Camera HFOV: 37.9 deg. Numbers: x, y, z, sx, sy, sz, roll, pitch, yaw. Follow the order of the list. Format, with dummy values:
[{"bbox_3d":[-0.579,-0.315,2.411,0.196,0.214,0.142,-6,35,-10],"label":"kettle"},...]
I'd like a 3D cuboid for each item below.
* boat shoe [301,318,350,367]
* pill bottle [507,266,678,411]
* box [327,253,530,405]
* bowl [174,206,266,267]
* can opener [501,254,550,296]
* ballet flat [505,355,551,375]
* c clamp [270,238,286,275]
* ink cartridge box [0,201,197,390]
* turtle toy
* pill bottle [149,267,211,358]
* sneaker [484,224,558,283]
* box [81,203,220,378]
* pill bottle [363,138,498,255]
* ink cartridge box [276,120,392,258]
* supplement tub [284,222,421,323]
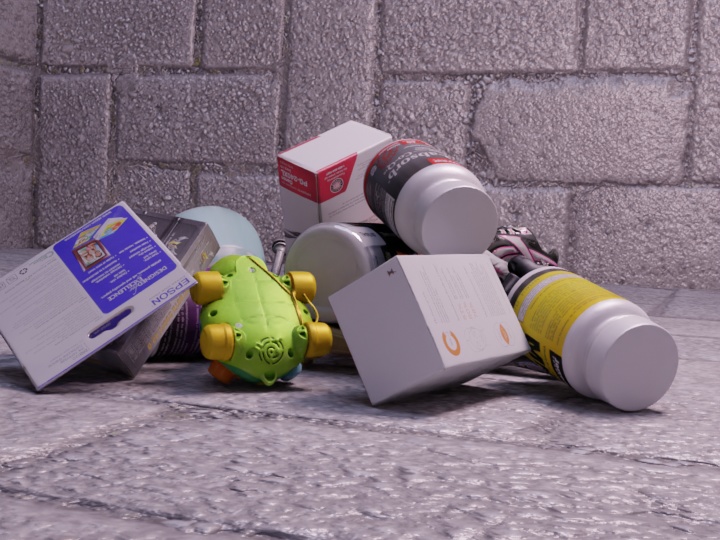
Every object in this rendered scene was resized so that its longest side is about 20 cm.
[{"bbox_3d":[-0.080,0.083,1.292,0.200,0.066,0.074,13,8,-6],"label":"boat shoe"},{"bbox_3d":[0.250,0.073,1.152,0.114,0.114,0.200,1,14,-21],"label":"pill bottle"},{"bbox_3d":[0.078,0.058,1.117,0.097,0.124,0.200,-31,-16,30],"label":"box"},{"bbox_3d":[-0.219,0.015,1.565,0.201,0.201,0.105,0,23,-29],"label":"bowl"},{"bbox_3d":[0.252,0.056,1.360,0.200,0.079,0.063,44,1,-27],"label":"can opener"},{"bbox_3d":[0.190,0.094,1.314,0.200,0.072,0.072,12,6,20],"label":"ballet flat"},{"bbox_3d":[-0.098,-0.002,1.507,0.171,0.027,0.200,2,29,9],"label":"c clamp"},{"bbox_3d":[-0.295,0.031,1.142,0.198,0.043,0.200,-35,44,-15],"label":"ink cartridge box"},{"bbox_3d":[-0.123,0.052,1.171,0.146,0.101,0.200,1,46,-22],"label":"turtle toy"},{"bbox_3d":[-0.226,0.052,1.322,0.200,0.113,0.112,0,4,-31],"label":"pill bottle"},{"bbox_3d":[0.186,-0.028,1.397,0.200,0.086,0.080,29,-18,-33],"label":"sneaker"},{"bbox_3d":[-0.280,0.017,1.217,0.158,0.200,0.048,11,-35,26],"label":"box"},{"bbox_3d":[0.084,-0.083,1.269,0.116,0.116,0.200,1,19,-19],"label":"pill bottle"},{"bbox_3d":[-0.030,-0.081,1.430,0.083,0.200,0.145,26,42,36],"label":"ink cartridge box"},{"bbox_3d":[0.000,0.000,1.323,0.122,0.123,0.200,4,4,25],"label":"supplement tub"}]
